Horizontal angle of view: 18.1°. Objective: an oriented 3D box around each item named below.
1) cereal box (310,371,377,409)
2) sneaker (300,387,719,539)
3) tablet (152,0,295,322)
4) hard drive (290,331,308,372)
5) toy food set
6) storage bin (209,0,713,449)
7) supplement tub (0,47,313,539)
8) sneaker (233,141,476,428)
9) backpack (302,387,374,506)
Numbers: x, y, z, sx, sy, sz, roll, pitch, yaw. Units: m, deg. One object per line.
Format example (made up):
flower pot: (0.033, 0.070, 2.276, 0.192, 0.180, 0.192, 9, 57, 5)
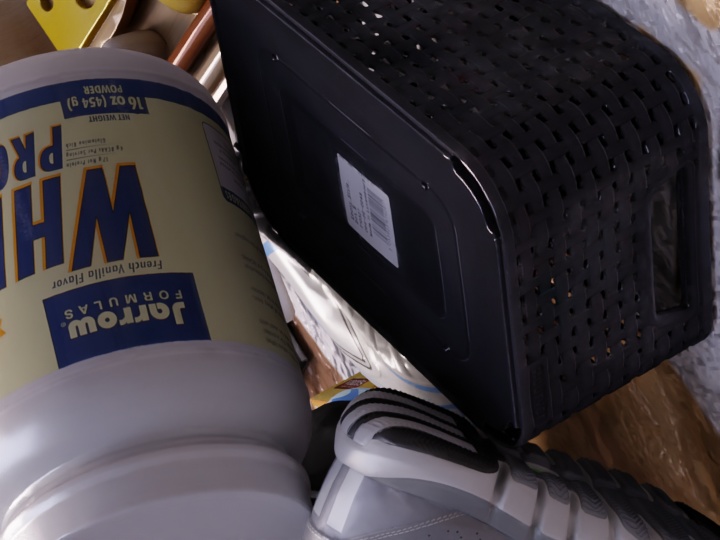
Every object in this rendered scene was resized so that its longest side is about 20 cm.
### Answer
cereal box: (0.053, 0.149, 1.139, 0.201, 0.039, 0.144, 66, 159, -9)
sneaker: (0.062, 0.130, 0.870, 0.199, 0.116, 0.075, 24, -168, -15)
tablet: (-0.076, -0.066, 1.152, 0.130, 0.014, 0.201, 147, 101, -87)
hard drive: (-0.105, -0.002, 1.345, 0.200, 0.033, 0.140, 58, 159, 13)
toy food set: (-0.111, -0.142, 1.050, 0.144, 0.060, 0.200, 54, 128, 20)
storage bin: (0.036, -0.045, 0.865, 0.200, 0.093, 0.136, 44, 153, 43)
supplement tub: (-0.101, 0.029, 0.902, 0.145, 0.144, 0.201, 100, 156, -59)
sneaker: (0.000, 0.000, 1.045, 0.200, 0.072, 0.073, 51, 165, 37)
backpack: (0.006, 0.166, 1.007, 0.177, 0.151, 0.200, 29, 117, -5)
